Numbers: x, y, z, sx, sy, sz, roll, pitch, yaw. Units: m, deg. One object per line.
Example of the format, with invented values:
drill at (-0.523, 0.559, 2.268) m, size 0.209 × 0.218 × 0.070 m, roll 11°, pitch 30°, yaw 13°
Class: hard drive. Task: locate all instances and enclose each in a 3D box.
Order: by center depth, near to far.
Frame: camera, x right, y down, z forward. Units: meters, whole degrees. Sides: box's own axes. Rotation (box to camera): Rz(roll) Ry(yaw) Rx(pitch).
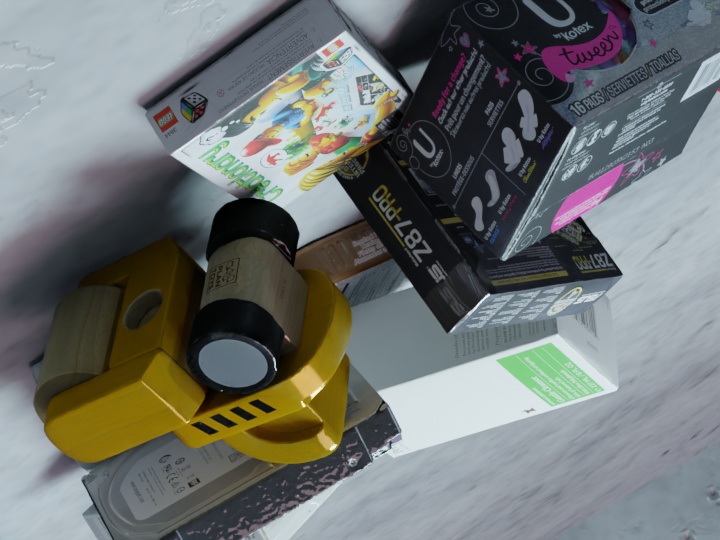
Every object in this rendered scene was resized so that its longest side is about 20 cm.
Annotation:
hard drive at (-0.082, 0.126, 1.527) m, size 0.199 × 0.038 × 0.140 m, roll -29°, pitch -155°, yaw -8°

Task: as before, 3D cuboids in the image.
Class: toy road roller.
toy road roller at (-0.094, 0.063, 1.453) m, size 0.199 × 0.123 × 0.146 m, roll -22°, pitch 128°, yaw 26°

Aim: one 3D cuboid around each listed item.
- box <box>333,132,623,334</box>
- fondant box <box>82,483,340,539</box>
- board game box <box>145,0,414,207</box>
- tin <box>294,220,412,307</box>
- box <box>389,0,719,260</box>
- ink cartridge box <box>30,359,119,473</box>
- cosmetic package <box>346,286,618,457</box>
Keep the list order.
box at (0.079, -0.040, 1.563) m, size 0.049 × 0.162 × 0.200 m, roll -46°, pitch 160°, yaw 27°
fondant box at (-0.103, 0.163, 1.784) m, size 0.199 × 0.058 × 0.144 m, roll -11°, pitch -155°, yaw 45°
board game box at (-0.042, -0.098, 1.397) m, size 0.126 × 0.035 × 0.200 m, roll -34°, pitch 164°, yaw 7°
tin at (0.000, 0.000, 1.757) m, size 0.199 × 0.042 × 0.112 m, roll -24°, pitch 157°, yaw -27°
box at (0.136, -0.121, 1.468) m, size 0.200 × 0.115 × 0.132 m, roll -30°, pitch 157°, yaw -40°
ink cartridge box at (-0.143, 0.090, 1.661) m, size 0.146 × 0.083 × 0.200 m, roll -31°, pitch 164°, yaw -5°
cosmetic package at (0.081, 0.061, 1.715) m, size 0.199 × 0.085 × 0.108 m, roll -21°, pitch 144°, yaw 27°
